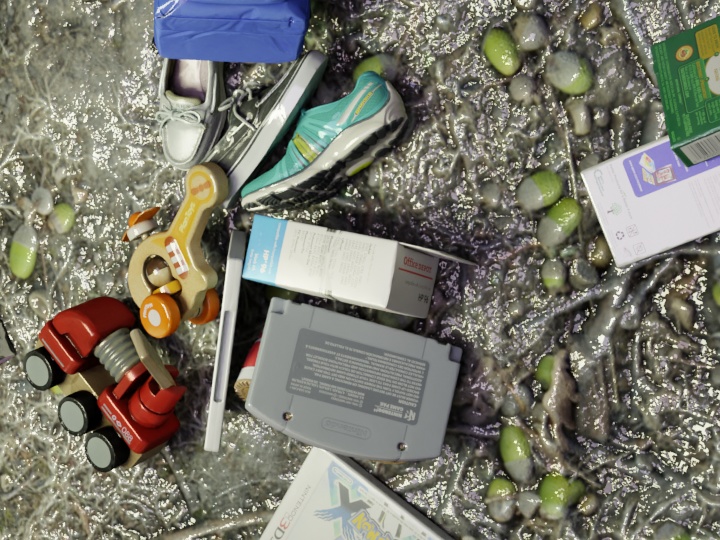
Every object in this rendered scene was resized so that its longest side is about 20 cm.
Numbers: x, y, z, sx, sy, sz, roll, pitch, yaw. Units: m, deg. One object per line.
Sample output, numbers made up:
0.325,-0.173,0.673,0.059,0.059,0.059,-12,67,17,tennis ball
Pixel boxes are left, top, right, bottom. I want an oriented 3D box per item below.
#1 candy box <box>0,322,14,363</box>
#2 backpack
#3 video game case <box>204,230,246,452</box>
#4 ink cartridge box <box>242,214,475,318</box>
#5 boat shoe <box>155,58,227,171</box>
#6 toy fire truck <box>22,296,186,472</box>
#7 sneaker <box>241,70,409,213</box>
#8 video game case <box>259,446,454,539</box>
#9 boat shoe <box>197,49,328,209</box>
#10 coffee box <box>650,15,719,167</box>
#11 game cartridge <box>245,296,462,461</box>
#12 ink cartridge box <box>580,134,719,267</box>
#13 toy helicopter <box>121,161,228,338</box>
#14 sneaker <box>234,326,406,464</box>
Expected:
-0.521,0.048,1.806,0.167,0.071,0.201,-27,85,26,candy box
-0.118,-0.321,1.486,0.162,0.168,0.201,3,71,-11,backpack
-0.139,0.070,1.591,0.017,0.143,0.201,7,102,-4,video game case
0.000,0.000,1.517,0.199,0.116,0.068,11,89,24,ink cartridge box
-0.178,-0.203,1.607,0.074,0.065,0.203,20,106,22,boat shoe
-0.256,0.097,1.632,0.176,0.129,0.200,51,126,12,toy fire truck
-0.040,-0.124,1.558,0.200,0.077,0.080,-34,69,18,sneaker
-0.008,0.307,1.624,0.200,0.022,0.183,36,111,17,video game case
-0.108,-0.156,1.576,0.068,0.074,0.200,39,122,0,boat shoe
0.357,-0.179,1.333,0.199,0.044,0.123,-23,52,26,coffee box
-0.008,0.115,1.513,0.199,0.040,0.134,16,72,-8,game cartridge
0.310,-0.082,1.405,0.199,0.039,0.100,-21,88,28,ink cartridge box
-0.194,-0.036,1.618,0.132,0.079,0.200,43,125,22,toy helicopter
-0.022,0.115,1.577,0.199,0.113,0.071,28,146,-13,sneaker
